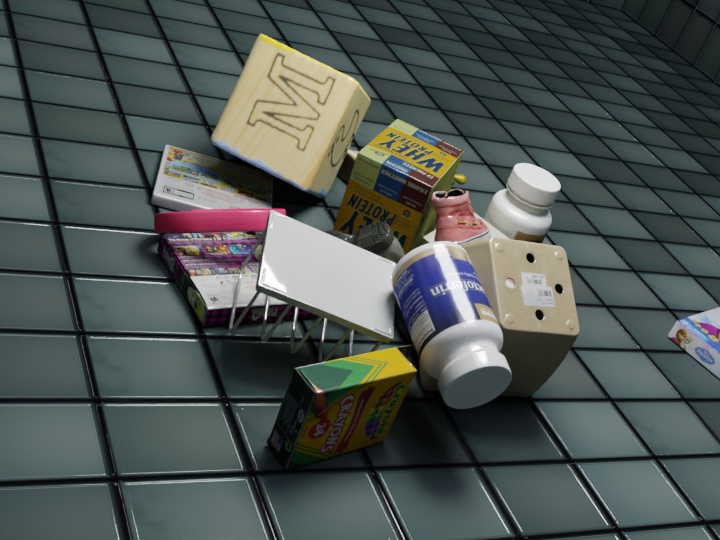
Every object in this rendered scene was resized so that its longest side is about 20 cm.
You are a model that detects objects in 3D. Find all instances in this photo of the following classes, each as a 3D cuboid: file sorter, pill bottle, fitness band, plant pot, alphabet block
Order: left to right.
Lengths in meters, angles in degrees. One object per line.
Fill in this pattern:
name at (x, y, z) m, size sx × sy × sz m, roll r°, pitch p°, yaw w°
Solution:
fitness band at (-0.210, -0.073, 1.504) m, size 0.196 × 0.038 × 0.144 m, roll -2°, pitch 5°, yaw -4°
alphabet block at (-0.116, -0.261, 1.738) m, size 0.194 × 0.203 × 0.195 m, roll 27°, pitch 4°, yaw 6°
file sorter at (-0.066, 0.040, 1.385) m, size 0.197 × 0.125 × 0.140 m, roll 22°, pitch 44°, yaw -17°
pill bottle at (0.120, 0.071, 1.319) m, size 0.114 × 0.116 × 0.202 m, roll 3°, pitch 49°, yaw -30°
plant pot at (0.205, 0.055, 1.454) m, size 0.197 × 0.177 × 0.203 m, roll 7°, pitch 64°, yaw -25°
pill bottle at (0.272, -0.079, 1.766) m, size 0.112 × 0.202 × 0.115 m, roll 16°, pitch 31°, yaw -10°

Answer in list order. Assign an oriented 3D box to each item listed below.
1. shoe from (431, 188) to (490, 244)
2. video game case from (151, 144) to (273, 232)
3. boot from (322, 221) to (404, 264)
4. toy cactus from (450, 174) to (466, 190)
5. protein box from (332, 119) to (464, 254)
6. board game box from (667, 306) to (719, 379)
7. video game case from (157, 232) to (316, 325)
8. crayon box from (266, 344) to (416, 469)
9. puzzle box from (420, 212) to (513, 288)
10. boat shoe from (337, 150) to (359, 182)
shoe at (0.161, -0.085, 1.588) m, size 0.070 × 0.093 × 0.200 m, roll -1°, pitch 10°, yaw 20°
video game case at (-0.245, -0.138, 1.694) m, size 0.197 × 0.023 × 0.183 m, roll 14°, pitch 31°, yaw -12°
boot at (0.000, 0.000, 1.578) m, size 0.131 × 0.198 × 0.068 m, roll 52°, pitch 47°, yaw -33°
toy cactus at (0.106, -0.188, 1.950) m, size 0.163 × 0.104 × 0.199 m, roll 26°, pitch 34°, yaw 29°
protein box at (0.058, -0.114, 1.678) m, size 0.133 × 0.201 × 0.200 m, roll 25°, pitch 30°, yaw 10°
board game box at (0.698, 0.151, 1.845) m, size 0.197 × 0.042 × 0.200 m, roll -10°, pitch 43°, yaw -43°
video game case at (-0.179, 0.007, 1.491) m, size 0.197 × 0.036 × 0.182 m, roll -3°, pitch 39°, yaw -37°
crayon box at (-0.011, 0.167, 1.258) m, size 0.198 × 0.128 × 0.051 m, roll -9°, pitch 42°, yaw -41°
puzzle box at (0.212, -0.015, 1.668) m, size 0.132 × 0.026 × 0.199 m, roll -28°, pitch 57°, yaw -38°
boat shoe at (0.026, -0.171, 1.883) m, size 0.064 × 0.073 × 0.200 m, roll -9°, pitch 37°, yaw -40°
